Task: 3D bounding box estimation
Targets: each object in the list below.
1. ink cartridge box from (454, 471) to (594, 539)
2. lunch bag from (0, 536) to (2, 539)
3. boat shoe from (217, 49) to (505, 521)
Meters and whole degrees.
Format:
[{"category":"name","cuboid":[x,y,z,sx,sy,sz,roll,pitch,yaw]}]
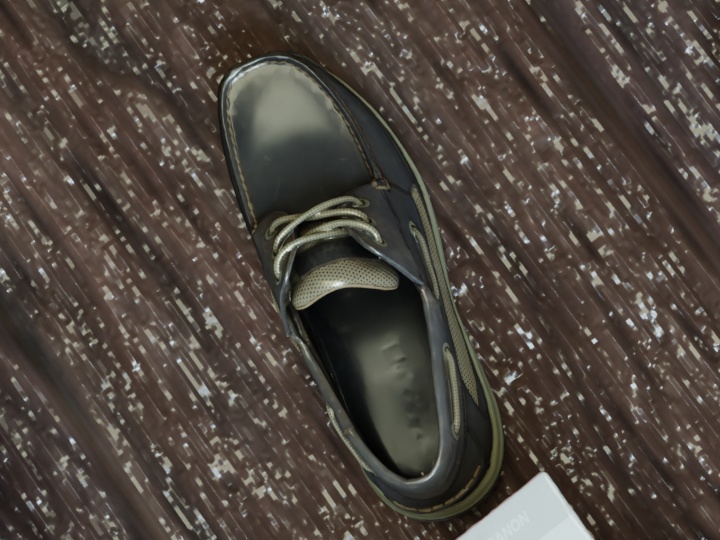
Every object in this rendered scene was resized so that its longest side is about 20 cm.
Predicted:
[{"category":"ink cartridge box","cuboid":[0.058,0.194,0.985,0.200,0.045,0.177,-41,78,28]},{"category":"lunch bag","cuboid":[-0.239,0.106,1.029,0.199,0.160,0.078,-17,75,12]},{"category":"boat shoe","cuboid":[0.000,0.000,1.046,0.074,0.073,0.201,-28,79,4]}]
